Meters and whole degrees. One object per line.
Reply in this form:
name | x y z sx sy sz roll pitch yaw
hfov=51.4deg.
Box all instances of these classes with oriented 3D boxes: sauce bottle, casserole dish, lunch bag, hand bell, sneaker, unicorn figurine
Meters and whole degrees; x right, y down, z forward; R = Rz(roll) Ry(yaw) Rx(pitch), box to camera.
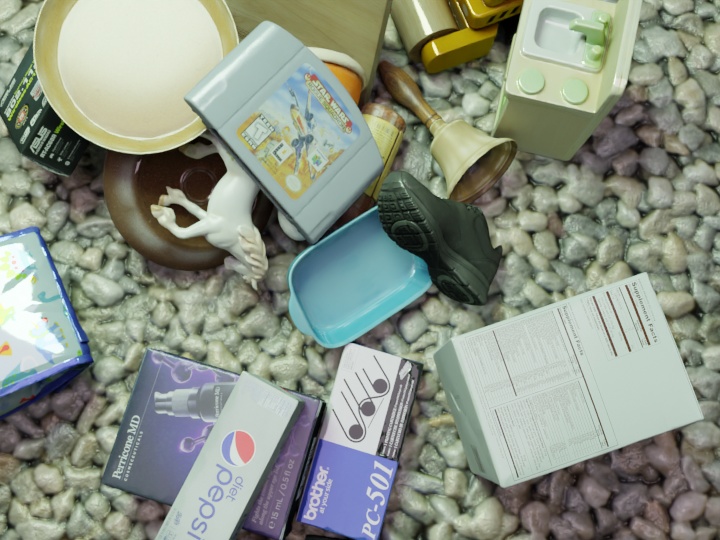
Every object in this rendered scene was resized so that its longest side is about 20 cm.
sauce bottle | -0.010 -0.096 0.878 0.066 0.066 0.201 23 78 4
casserole dish | 0.000 0.000 0.841 0.199 0.039 0.122 -32 113 -19
lunch bag | -0.406 0.069 0.816 0.199 0.127 0.171 -28 80 5
hand bell | 0.083 -0.182 0.895 0.104 0.104 0.200 -37 70 -6
sneaker | 0.091 -0.048 0.828 0.076 0.200 0.091 11 62 46
unicorn figurine | -0.146 -0.068 0.800 0.136 0.074 0.201 20 111 -5

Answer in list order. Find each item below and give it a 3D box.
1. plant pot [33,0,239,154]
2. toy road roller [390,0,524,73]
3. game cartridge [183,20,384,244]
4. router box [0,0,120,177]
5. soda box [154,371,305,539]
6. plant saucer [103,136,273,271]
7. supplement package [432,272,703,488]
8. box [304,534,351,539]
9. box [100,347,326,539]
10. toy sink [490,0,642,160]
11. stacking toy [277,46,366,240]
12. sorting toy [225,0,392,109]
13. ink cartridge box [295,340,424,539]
plant pot | -0.220 -0.216 0.748 0.198 0.027 0.202 0 90 -7
toy road roller | 0.136 -0.339 0.883 0.198 0.146 0.124 -21 79 -4
game cartridge | -0.066 -0.143 0.765 0.133 0.041 0.200 -45 117 -8
router box | -0.324 -0.227 0.842 0.201 0.062 0.150 -56 44 8
soda box | -0.127 0.200 0.714 0.063 0.068 0.201 26 81 6
plant saucer | -0.184 -0.096 0.843 0.199 0.037 0.203 -5 102 -24
supplement package | 0.197 0.115 0.773 0.198 0.191 0.148 -18 80 -3
box | 0.029 0.344 0.765 0.198 0.122 0.107 7 80 1
box | -0.151 0.182 0.805 0.198 0.104 0.149 15 80 2
toy sink | 0.218 -0.226 0.835 0.111 0.200 0.132 13 80 2
stacking toy | -0.063 -0.134 0.840 0.145 0.146 0.202 -2 82 0
sorting toy | -0.054 -0.312 0.859 0.199 0.199 0.070 30 65 6
ink cartridge box | 0.002 0.189 0.834 0.093 0.044 0.202 15 80 5
